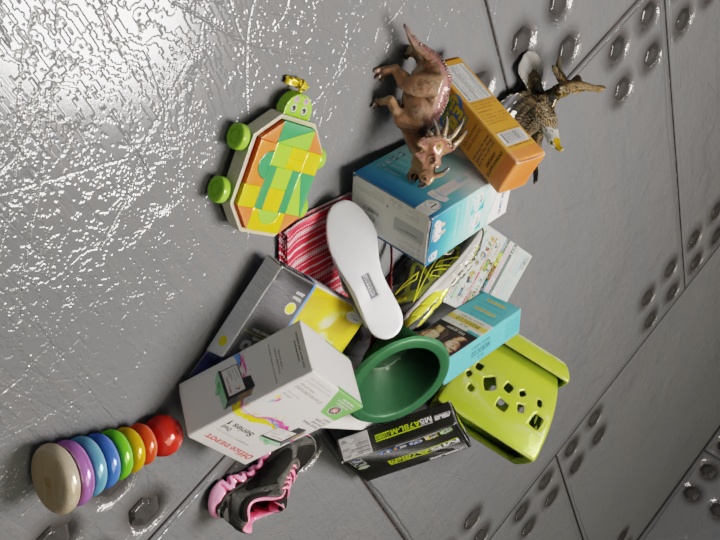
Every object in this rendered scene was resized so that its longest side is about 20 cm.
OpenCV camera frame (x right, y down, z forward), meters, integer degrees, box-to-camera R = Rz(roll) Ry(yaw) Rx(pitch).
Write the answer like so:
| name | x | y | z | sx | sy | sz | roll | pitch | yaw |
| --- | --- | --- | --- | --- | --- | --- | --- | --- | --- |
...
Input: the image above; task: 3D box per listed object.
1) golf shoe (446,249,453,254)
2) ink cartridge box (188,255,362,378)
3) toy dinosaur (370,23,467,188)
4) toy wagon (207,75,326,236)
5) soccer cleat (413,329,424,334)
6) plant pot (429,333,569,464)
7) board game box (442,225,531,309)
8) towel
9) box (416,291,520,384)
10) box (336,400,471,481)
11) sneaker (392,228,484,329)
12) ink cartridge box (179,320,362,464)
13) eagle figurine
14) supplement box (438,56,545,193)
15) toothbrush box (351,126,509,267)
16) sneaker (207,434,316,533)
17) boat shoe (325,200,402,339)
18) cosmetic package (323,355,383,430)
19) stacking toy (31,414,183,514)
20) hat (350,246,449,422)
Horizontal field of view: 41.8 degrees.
| name | x | y | z | sx | sy | sz | roll | pitch | yaw |
| --- | --- | --- | --- | --- | --- | --- | --- | --- | --- |
| golf shoe | 0.157 | -0.110 | 1.467 | 0.201 | 0.097 | 0.078 | -59 | 142 | -3 |
| ink cartridge box | -0.109 | 0.101 | 1.316 | 0.197 | 0.047 | 0.201 | 29 | 95 | -47 |
| toy dinosaur | 0.090 | -0.227 | 1.275 | 0.085 | 0.135 | 0.202 | -20 | 128 | -40 |
| toy wagon | -0.105 | -0.143 | 1.185 | 0.154 | 0.039 | 0.202 | 7 | 109 | -51 |
| soccer cleat | 0.109 | 0.124 | 1.605 | 0.200 | 0.069 | 0.078 | 36 | 73 | -56 |
| plant pot | 0.252 | 0.214 | 1.679 | 0.182 | 0.198 | 0.200 | -58 | 174 | -12 |
| board game box | 0.199 | 0.001 | 1.620 | 0.199 | 0.064 | 0.149 | 27 | 92 | -55 |
| towel | -0.058 | 0.000 | 1.354 | 0.144 | 0.022 | 0.202 | -29 | 133 | -36 |
| box | 0.169 | 0.106 | 1.531 | 0.199 | 0.082 | 0.050 | -28 | 130 | -38 |
| box | 0.076 | 0.288 | 1.569 | 0.198 | 0.048 | 0.193 | -19 | 154 | 5 |
| sneaker | 0.116 | -0.005 | 1.487 | 0.200 | 0.084 | 0.075 | -49 | 168 | -6 |
| ink cartridge box | -0.120 | 0.168 | 1.265 | 0.199 | 0.085 | 0.145 | -28 | 144 | 14 |
| eagle figurine | 0.281 | -0.234 | 1.529 | 0.151 | 0.152 | 0.200 | 27 | 132 | -15 |
| supplement box | 0.164 | -0.205 | 1.319 | 0.068 | 0.201 | 0.067 | -19 | 152 | -36 |
| toothbrush box | 0.103 | -0.111 | 1.344 | 0.199 | 0.146 | 0.086 | -34 | 143 | -38 |
| sneaker | -0.131 | 0.326 | 1.432 | 0.199 | 0.095 | 0.080 | -34 | 135 | -32 |
| boat shoe | 0.000 | 0.000 | 1.324 | 0.071 | 0.068 | 0.202 | -26 | 97 | -15 |
| cosmetic package | -0.025 | 0.190 | 1.482 | 0.199 | 0.074 | 0.103 | 18 | 100 | -51 |
| stacking toy | -0.305 | 0.233 | 1.183 | 0.199 | 0.085 | 0.086 | -13 | 124 | -50 |
| hat | 0.034 | 0.105 | 1.456 | 0.199 | 0.177 | 0.166 | -38 | 136 | 6 |
